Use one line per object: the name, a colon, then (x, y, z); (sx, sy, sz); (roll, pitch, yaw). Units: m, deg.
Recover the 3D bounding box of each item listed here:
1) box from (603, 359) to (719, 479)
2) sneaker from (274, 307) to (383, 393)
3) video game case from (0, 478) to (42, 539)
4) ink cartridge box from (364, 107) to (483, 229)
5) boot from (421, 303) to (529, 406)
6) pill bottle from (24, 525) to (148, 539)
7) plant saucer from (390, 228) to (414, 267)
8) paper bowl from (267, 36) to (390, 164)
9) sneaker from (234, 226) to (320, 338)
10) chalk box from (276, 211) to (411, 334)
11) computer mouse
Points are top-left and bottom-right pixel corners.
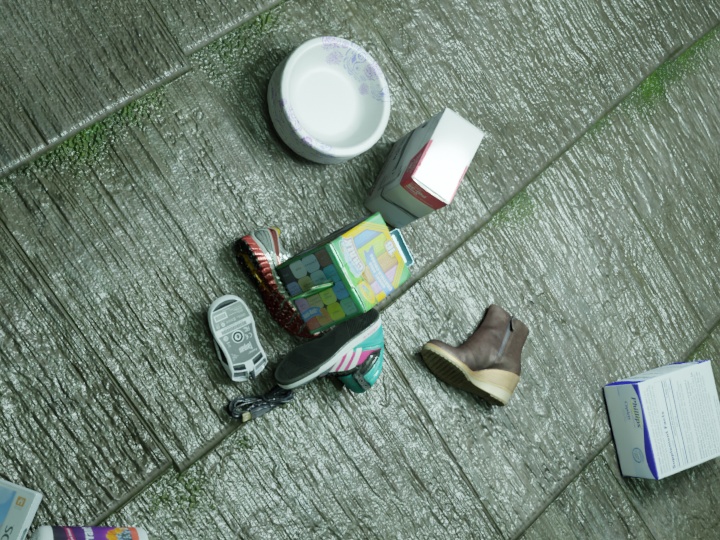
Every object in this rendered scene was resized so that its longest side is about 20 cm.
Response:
box: (0.587, 0.284, 1.863); (0.199, 0.105, 0.185); (-11, 88, -28)
sneaker: (-0.039, 0.158, 1.567); (0.199, 0.084, 0.121); (-32, 127, -18)
video game case: (-0.542, 0.349, 1.270); (0.199, 0.022, 0.183); (16, 73, 11)
ink cartridge box: (0.102, -0.166, 1.629); (0.082, 0.200, 0.147); (32, 69, -15)
boot: (0.206, 0.130, 1.727); (0.199, 0.072, 0.167); (32, 58, -18)
pill bottle: (-0.400, 0.410, 1.339); (0.199, 0.111, 0.112); (8, 79, -26)
plant saucer: (0.000, 0.000, 1.655); (0.199, 0.019, 0.070); (-29, 96, -28)
paper bowl: (-0.059, -0.277, 1.617); (0.199, 0.104, 0.202); (4, 81, -27)
sneaker: (-0.116, 0.019, 1.560); (0.082, 0.078, 0.201); (-35, 101, -32)
chalk box: (-0.035, 0.011, 1.518); (0.200, 0.124, 0.124); (-36, 101, -51)
computer mouse: (-0.185, 0.133, 1.530); (0.109, 0.044, 0.201); (-23, 99, -23)
